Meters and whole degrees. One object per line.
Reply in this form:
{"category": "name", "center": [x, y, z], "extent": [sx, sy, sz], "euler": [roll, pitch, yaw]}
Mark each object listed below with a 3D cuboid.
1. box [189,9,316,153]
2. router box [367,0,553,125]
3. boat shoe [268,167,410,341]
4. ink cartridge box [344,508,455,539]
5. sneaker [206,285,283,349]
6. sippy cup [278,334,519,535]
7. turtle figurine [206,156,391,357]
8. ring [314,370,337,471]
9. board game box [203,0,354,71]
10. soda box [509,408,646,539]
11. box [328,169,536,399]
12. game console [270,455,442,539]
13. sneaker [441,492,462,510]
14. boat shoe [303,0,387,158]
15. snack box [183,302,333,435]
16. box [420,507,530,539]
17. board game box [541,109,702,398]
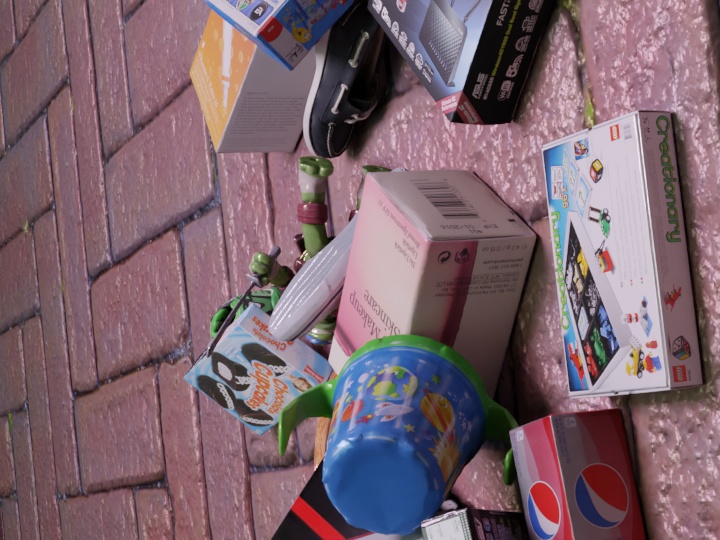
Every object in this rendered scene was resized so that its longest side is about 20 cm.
{"category": "box", "center": [-0.104, -0.239, 1.629], "extent": [0.200, 0.097, 0.125], "euler": [-62, 40, 46]}
{"category": "router box", "center": [0.084, -0.240, 1.280], "extent": [0.200, 0.062, 0.150], "euler": [59, 141, 44]}
{"category": "boat shoe", "center": [0.000, 0.000, 1.381], "extent": [0.200, 0.067, 0.074], "euler": [-48, 21, 13]}
{"category": "ink cartridge box", "center": [0.043, 0.324, 1.195], "extent": [0.145, 0.145, 0.200], "euler": [-22, 103, 31]}
{"category": "sneaker", "center": [-0.146, 0.065, 1.767], "extent": [0.200, 0.085, 0.078], "euler": [135, 127, -58]}
{"category": "sippy cup", "center": [0.030, 0.141, 1.212], "extent": [0.177, 0.130, 0.140], "euler": [-29, 106, 25]}
{"category": "turtle figurine", "center": [-0.028, -0.002, 1.457], "extent": [0.143, 0.200, 0.195], "euler": [17, 107, 26]}
{"category": "ring", "center": [-0.011, 0.192, 1.544], "extent": [0.200, 0.019, 0.201], "euler": [-175, 90, -71]}
{"category": "board game box", "center": [-0.057, -0.310, 1.443], "extent": [0.196, 0.056, 0.200], "euler": [-47, 37, 1]}
{"category": "soda box", "center": [0.174, 0.210, 1.141], "extent": [0.063, 0.070, 0.201], "euler": [-34, 62, 59]}
{"category": "box", "center": [0.058, 0.027, 1.314], "extent": [0.128, 0.109, 0.201], "euler": [50, 136, 50]}
{"category": "game console", "center": [-0.005, 0.266, 1.369], "extent": [0.200, 0.031, 0.177], "euler": [33, 90, 47]}
{"category": "sneaker", "center": [0.066, 0.223, 1.389], "extent": [0.080, 0.074, 0.200], "euler": [-43, 46, 24]}
{"category": "boat shoe", "center": [-0.012, -0.181, 1.480], "extent": [0.060, 0.076, 0.200], "euler": [27, 144, 17]}
{"category": "snack box", "center": [-0.116, 0.115, 1.687], "extent": [0.037, 0.116, 0.200], "euler": [-57, 8, -31]}
{"category": "box", "center": [0.124, 0.288, 1.157], "extent": [0.044, 0.160, 0.201], "euler": [-23, 69, 27]}
{"category": "board game box", "center": [0.192, -0.008, 1.118], "extent": [0.126, 0.034, 0.201], "euler": [-15, 79, 63]}
